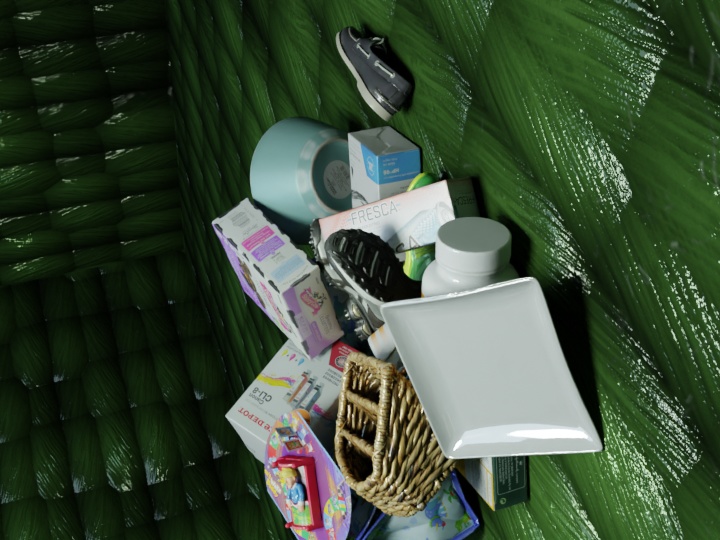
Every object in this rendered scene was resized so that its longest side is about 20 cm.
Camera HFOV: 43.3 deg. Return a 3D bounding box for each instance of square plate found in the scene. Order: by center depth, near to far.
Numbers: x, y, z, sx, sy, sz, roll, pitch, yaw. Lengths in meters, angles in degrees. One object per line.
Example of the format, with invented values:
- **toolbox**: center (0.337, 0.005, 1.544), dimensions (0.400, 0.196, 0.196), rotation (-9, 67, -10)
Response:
- **square plate**: center (0.137, 0.105, 0.953), dimensions (0.196, 0.028, 0.202), rotation (-12, 109, 39)

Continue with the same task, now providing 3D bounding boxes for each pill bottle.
- **pill bottle**: center (0.123, 0.048, 1.023), dimensions (0.111, 0.110, 0.202), rotation (-127, 31, -54)

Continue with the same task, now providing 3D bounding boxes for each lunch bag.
- **lunch bag**: center (0.038, 0.348, 1.298), dimensions (0.129, 0.198, 0.170), rotation (63, 165, -8)
- **lunch bag**: center (-0.033, 0.071, 1.509), dimensions (0.170, 0.126, 0.203), rotation (163, 91, -72)

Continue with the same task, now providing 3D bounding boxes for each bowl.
- **bowl**: center (-0.060, -0.143, 1.400), dimensions (0.104, 0.199, 0.204), rotation (-1, 101, 52)

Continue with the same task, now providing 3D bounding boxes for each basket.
- **basket**: center (0.020, 0.204, 1.135), dimensions (0.149, 0.143, 0.200), rotation (41, 171, -12)

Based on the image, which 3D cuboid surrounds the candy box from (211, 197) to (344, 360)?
- **candy box**: center (-0.124, 0.013, 1.370), dimensions (0.200, 0.071, 0.169), rotation (42, 160, 38)

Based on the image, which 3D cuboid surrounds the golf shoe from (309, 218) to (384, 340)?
- **golf shoe**: center (0.000, 0.000, 1.309), dimensions (0.201, 0.094, 0.078), rotation (59, -160, -21)

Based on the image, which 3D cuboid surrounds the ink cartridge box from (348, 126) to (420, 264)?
- **ink cartridge box**: center (0.036, -0.088, 1.284), dimensions (0.116, 0.066, 0.203), rotation (-132, 34, -58)

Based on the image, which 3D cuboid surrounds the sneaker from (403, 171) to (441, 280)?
- **sneaker**: center (0.096, -0.027, 1.162), dimensions (0.083, 0.074, 0.203), rotation (12, 111, 39)

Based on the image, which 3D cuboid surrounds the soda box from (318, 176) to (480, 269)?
- **soda box**: center (0.046, -0.056, 1.107), dimensions (0.198, 0.063, 0.069), rotation (-15, 90, 37)

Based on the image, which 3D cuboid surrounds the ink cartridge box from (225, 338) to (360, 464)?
- **ink cartridge box**: center (-0.079, 0.218, 1.413), dimensions (0.144, 0.201, 0.145), rotation (25, 154, 33)

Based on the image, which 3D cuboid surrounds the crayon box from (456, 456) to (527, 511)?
- **crayon box**: center (0.143, 0.196, 1.160), dimensions (0.200, 0.051, 0.127), rotation (-140, 41, -62)

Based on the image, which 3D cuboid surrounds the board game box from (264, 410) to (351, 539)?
- **board game box**: center (-0.090, 0.297, 1.234), dimensions (0.200, 0.039, 0.159), rotation (50, 130, 35)

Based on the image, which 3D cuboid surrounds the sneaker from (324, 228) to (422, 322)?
- **sneaker**: center (0.024, 0.022, 1.087), dimensions (0.079, 0.200, 0.075), rotation (-13, 50, 44)

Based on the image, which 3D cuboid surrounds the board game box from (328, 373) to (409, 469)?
- **board game box**: center (0.031, 0.204, 1.313), dimensions (0.034, 0.201, 0.135), rotation (35, 167, -13)

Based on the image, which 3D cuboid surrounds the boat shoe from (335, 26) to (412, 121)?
- **boat shoe**: center (0.022, -0.285, 1.251), dimensions (0.063, 0.072, 0.201), rotation (-41, 43, 20)

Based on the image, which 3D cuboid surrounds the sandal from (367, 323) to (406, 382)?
- **sandal**: center (0.030, 0.126, 1.282), dimensions (0.208, 0.059, 0.079), rotation (-55, 18, 9)
